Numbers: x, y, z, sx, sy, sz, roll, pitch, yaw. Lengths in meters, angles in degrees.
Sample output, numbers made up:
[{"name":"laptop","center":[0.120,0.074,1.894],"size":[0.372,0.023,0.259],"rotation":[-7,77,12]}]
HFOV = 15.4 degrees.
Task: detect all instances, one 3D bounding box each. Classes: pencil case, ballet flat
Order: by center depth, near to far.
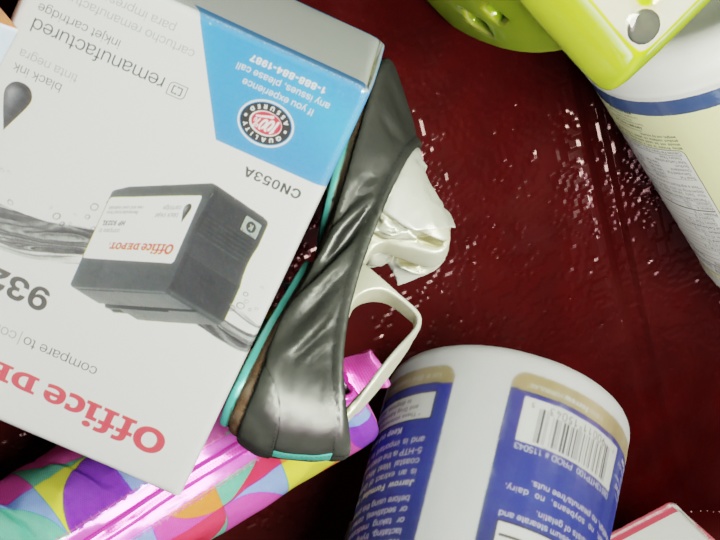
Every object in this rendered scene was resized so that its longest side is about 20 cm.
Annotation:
[{"name":"ballet flat","center":[0.000,0.000,1.194],"size":[0.068,0.068,0.200],"rotation":[20,69,1]},{"name":"pencil case","center":[-0.086,0.090,1.215],"size":[0.200,0.088,0.088],"rotation":[-33,121,-17]}]

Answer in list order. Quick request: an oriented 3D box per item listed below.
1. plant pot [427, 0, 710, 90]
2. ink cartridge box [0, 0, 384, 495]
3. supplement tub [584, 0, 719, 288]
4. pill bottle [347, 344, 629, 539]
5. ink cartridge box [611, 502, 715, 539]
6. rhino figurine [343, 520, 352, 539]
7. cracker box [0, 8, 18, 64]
[{"name":"plant pot","center":[0.089,-0.208,1.123],"size":[0.199,0.181,0.200],"rotation":[-45,121,-1]},{"name":"ink cartridge box","center":[-0.097,-0.029,1.108],"size":[0.145,0.084,0.200],"rotation":[24,110,-5]},{"name":"supplement tub","center":[0.204,-0.071,1.252],"size":[0.145,0.145,0.200],"rotation":[-39,121,-5]},{"name":"pill bottle","center":[0.049,0.147,1.221],"size":[0.120,0.120,0.200],"rotation":[35,56,-32]},{"name":"ink cartridge box","center":[0.125,0.240,1.353],"size":[0.146,0.085,0.200],"rotation":[-24,134,-23]},{"name":"rhino figurine","center":[0.008,0.172,1.318],"size":[0.200,0.060,0.088],"rotation":[-5,113,-29]},{"name":"cracker box","center":[-0.241,-0.042,1.041],"size":[0.134,0.058,0.200],"rotation":[17,112,-40]}]
